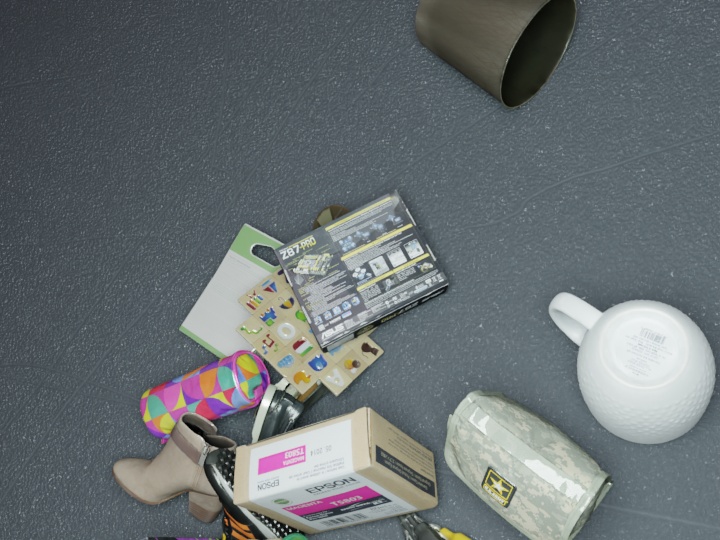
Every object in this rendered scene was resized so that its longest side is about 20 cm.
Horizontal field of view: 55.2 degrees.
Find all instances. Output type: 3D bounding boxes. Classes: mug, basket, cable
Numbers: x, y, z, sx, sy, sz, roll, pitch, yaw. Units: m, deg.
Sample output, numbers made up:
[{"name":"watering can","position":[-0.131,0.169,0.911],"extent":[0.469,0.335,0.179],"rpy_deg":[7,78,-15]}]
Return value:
[{"name":"mug","position":[0.301,0.095,0.789],"extent":[0.200,0.175,0.148],"rpy_deg":[39,87,30]},{"name":"basket","position":[0.192,-0.365,1.047],"extent":[0.200,0.136,0.181],"rpy_deg":[37,92,33]},{"name":"cable","position":[0.076,0.333,0.877],"extent":[0.097,0.050,0.200],"rpy_deg":[-51,48,6]}]

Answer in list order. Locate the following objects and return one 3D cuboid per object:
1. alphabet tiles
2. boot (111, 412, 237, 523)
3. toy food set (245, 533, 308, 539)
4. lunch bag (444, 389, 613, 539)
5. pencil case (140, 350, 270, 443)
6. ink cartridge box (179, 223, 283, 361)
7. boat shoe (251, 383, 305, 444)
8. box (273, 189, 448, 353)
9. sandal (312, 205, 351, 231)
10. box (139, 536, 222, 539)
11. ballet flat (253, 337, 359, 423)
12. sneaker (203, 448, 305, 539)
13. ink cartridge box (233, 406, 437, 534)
[{"name":"alphabet tiles","position":[-0.071,0.079,0.981],"extent":[0.200,0.006,0.166],"rpy_deg":[41,56,14]},{"name":"boot","position":[-0.259,0.267,0.980],"extent":[0.199,0.070,0.147],"rpy_deg":[20,113,11]},{"name":"toy food set","position":[-0.110,0.421,0.827],"extent":[0.049,0.197,0.201],"rpy_deg":[-4,75,46]},{"name":"lunch bag","position":[0.186,0.220,0.773],"extent":[0.164,0.200,0.118],"rpy_deg":[36,86,29]},{"name":"pencil case","position":[-0.228,0.184,1.004],"extent":[0.199,0.088,0.089],"rpy_deg":[-26,61,26]},{"name":"ink cartridge box","position":[-0.176,0.044,1.081],"extent":[0.145,0.048,0.201],"rpy_deg":[27,81,29]},{"name":"boat shoe","position":[-0.119,0.250,0.939],"extent":[0.066,0.075,0.200],"rpy_deg":[17,107,1]},{"name":"box","position":[0.000,0.000,0.971],"extent":[0.199,0.049,0.162],"rpy_deg":[-27,74,-6]},{"name":"sandal","position":[0.006,-0.016,1.031],"extent":[0.200,0.055,0.082],"rpy_deg":[39,80,15]},{"name":"box","position":[-0.205,0.409,0.859],"extent":[0.036,0.200,0.144],"rpy_deg":[-28,62,11]},{"name":"ballet flat","position":[-0.077,0.156,0.983],"extent":[0.068,0.068,0.200],"rpy_deg":[39,87,31]},{"name":"sneaker","position":[-0.156,0.322,0.893],"extent":[0.090,0.200,0.070],"rpy_deg":[-30,21,13]},{"name":"ink cartridge box","position":[-0.030,0.254,0.848],"extent":[0.199,0.165,0.075],"rpy_deg":[-22,49,25]}]
